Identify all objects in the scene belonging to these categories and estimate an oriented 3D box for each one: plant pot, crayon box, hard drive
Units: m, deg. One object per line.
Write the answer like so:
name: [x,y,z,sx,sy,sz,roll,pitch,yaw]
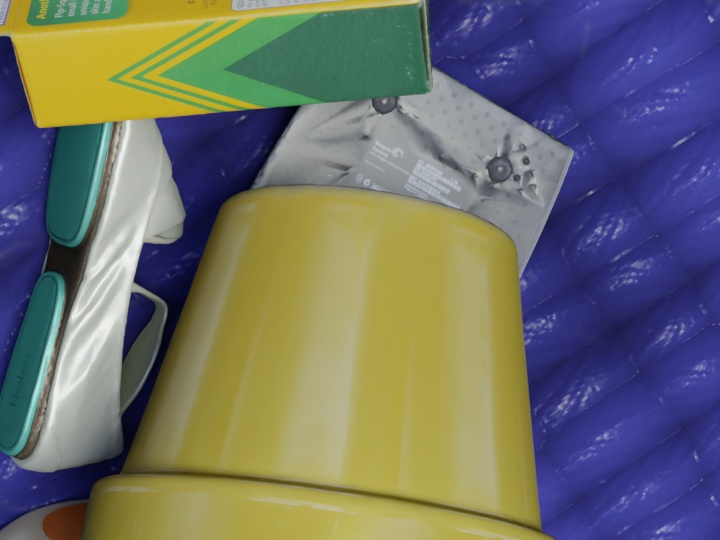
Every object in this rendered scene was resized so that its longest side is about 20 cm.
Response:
plant pot: [-0.008,0.072,0.740,0.200,0.201,0.189,11,77,-12]
crayon box: [-0.071,-0.123,0.767,0.199,0.126,0.052,-4,132,4]
hard drive: [0.000,0.000,0.846,0.135,0.042,0.200,29,89,-11]

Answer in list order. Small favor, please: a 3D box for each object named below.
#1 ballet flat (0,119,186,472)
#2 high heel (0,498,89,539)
ballet flat: [-0.116,-0.004,0.819,0.069,0.069,0.200,12,95,-12]
high heel: [-0.157,0.169,0.819,0.200,0.067,0.096,-16,108,-15]
